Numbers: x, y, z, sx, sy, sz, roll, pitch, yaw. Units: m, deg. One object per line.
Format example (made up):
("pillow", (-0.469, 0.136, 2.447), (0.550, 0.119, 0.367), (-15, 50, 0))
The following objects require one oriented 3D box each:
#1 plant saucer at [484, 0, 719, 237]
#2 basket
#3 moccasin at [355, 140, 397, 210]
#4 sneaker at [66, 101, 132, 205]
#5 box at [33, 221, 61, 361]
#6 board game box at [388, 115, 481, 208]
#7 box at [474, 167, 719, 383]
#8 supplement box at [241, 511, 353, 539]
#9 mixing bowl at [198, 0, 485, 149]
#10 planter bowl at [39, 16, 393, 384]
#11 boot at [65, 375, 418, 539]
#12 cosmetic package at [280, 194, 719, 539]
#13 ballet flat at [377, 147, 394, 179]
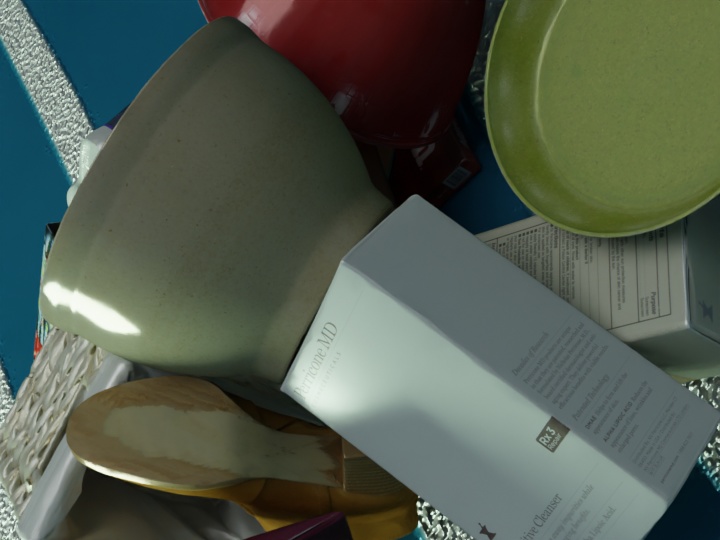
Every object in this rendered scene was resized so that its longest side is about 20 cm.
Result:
("plant saucer", (0.150, -0.112, 0.766), (0.199, 0.031, 0.201), (-15, 68, 41))
("basket", (-0.121, 0.120, 0.949), (0.123, 0.199, 0.136), (33, 96, 54))
("moccasin", (0.001, 0.000, 0.923), (0.074, 0.077, 0.202), (-22, 86, 53))
("sneaker", (-0.152, -0.085, 1.173), (0.081, 0.146, 0.200), (52, 156, 11))
("box", (-0.200, 0.072, 1.121), (0.200, 0.040, 0.138), (51, 139, 45))
("board game box", (0.012, -0.110, 1.046), (0.103, 0.019, 0.201), (-43, 47, 23))
("box", (0.119, 0.021, 0.830), (0.199, 0.078, 0.096), (-16, 60, 41))
("supplement box", (-0.038, 0.250, 0.815), (0.110, 0.085, 0.201), (-22, 88, 37))
("mixing bowl", (0.006, -0.185, 0.936), (0.108, 0.199, 0.201), (-50, 42, 35))
("planter bowl", (-0.066, -0.020, 0.822), (0.134, 0.200, 0.201), (33, 98, 5))
("boot", (-0.063, 0.127, 0.865), (0.200, 0.144, 0.071), (1, 56, 2))
("cosmetic package", (0.069, 0.068, 0.759), (0.199, 0.081, 0.113), (34, 133, 11))
("ballet flat", (-0.043, -0.020, 1.006), (0.069, 0.063, 0.201), (45, 115, 46))
